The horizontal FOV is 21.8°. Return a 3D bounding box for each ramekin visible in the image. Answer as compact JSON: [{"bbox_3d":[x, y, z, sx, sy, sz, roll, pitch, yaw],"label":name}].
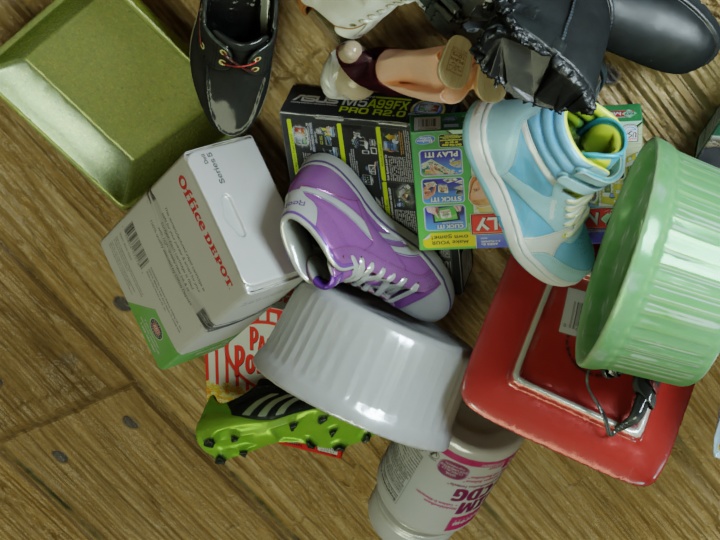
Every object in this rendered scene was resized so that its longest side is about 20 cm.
[{"bbox_3d":[0.256,-0.001,1.546,0.097,0.200,0.200,18,135,-1],"label":"ramekin"},{"bbox_3d":[0.009,0.082,1.733,0.200,0.200,0.098,24,94,0],"label":"ramekin"}]

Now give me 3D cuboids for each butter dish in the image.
[{"bbox_3d":[0.199,0.087,1.726,0.200,0.200,0.148,24,161,-2],"label":"butter dish"}]

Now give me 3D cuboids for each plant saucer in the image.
[{"bbox_3d":[-0.223,-0.175,1.728,0.200,0.048,0.200,44,132,-19],"label":"plant saucer"}]

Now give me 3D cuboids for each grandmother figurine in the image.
[{"bbox_3d":[0.030,-0.168,1.579,0.121,0.061,0.200,27,168,-32],"label":"grandmother figurine"}]

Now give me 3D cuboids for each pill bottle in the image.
[{"bbox_3d":[0.083,0.197,1.895,0.113,0.113,0.200,25,135,-1],"label":"pill bottle"}]

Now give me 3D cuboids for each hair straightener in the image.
[{"bbox_3d":[0.245,0.051,1.651,0.077,0.200,0.041,20,167,7],"label":"hair straightener"}]

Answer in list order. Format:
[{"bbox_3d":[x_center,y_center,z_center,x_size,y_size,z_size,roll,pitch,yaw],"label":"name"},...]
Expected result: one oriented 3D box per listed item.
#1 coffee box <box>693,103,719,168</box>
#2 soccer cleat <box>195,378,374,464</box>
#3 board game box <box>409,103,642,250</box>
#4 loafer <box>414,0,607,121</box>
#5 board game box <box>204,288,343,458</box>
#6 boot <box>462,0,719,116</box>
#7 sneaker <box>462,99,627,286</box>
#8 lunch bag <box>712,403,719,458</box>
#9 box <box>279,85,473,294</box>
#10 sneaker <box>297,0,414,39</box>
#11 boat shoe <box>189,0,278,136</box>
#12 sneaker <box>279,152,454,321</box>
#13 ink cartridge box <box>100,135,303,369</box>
[{"bbox_3d":[0.367,-0.137,1.526,0.123,0.044,0.200,26,135,-2],"label":"coffee box"},{"bbox_3d":[-0.069,0.141,1.869,0.199,0.081,0.068,-8,134,13],"label":"soccer cleat"},{"bbox_3d":[0.147,-0.081,1.642,0.199,0.029,0.135,-3,129,5],"label":"board game box"},{"bbox_3d":[0.119,-0.198,1.558,0.200,0.063,0.072,33,134,-9],"label":"loafer"},{"bbox_3d":[-0.083,0.095,1.916,0.151,0.046,0.200,12,133,11],"label":"board game box"},{"bbox_3d":[0.186,-0.182,1.475,0.198,0.163,0.073,32,136,-8],"label":"boot"},{"bbox_3d":[0.180,-0.065,1.562,0.130,0.080,0.200,-5,134,36],"label":"sneaker"},{"bbox_3d":[0.381,0.054,1.607,0.127,0.170,0.200,19,138,9],"label":"lunch bag"},{"bbox_3d":[0.017,-0.073,1.726,0.160,0.044,0.200,7,132,17],"label":"box"},{"bbox_3d":[0.020,-0.231,1.531,0.200,0.073,0.085,17,128,45],"label":"sneaker"},{"bbox_3d":[-0.109,-0.203,1.613,0.073,0.063,0.202,3,121,-7],"label":"boat shoe"},{"bbox_3d":[-0.001,0.000,1.689,0.200,0.114,0.073,43,130,-19],"label":"sneaker"},{"bbox_3d":[-0.146,-0.015,1.752,0.200,0.084,0.146,-38,75,51],"label":"ink cartridge box"}]
